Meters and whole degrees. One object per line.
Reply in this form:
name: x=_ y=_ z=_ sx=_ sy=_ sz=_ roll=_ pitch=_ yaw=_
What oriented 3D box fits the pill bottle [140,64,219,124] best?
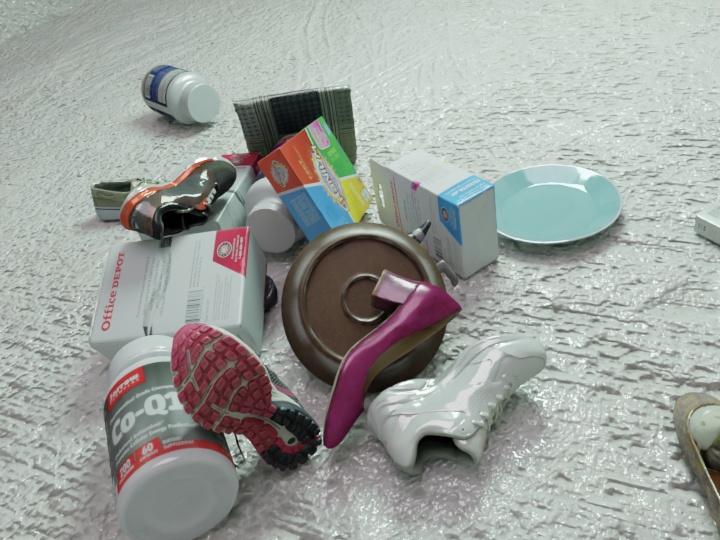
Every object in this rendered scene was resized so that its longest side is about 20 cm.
pill bottle: x=-0.402 y=-0.394 z=1.424 sx=0.110 sy=0.113 sz=0.198 roll=-36 pitch=43 yaw=-28

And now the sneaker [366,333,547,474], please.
sneaker: x=0.110 y=0.141 z=0.629 sx=0.197 sy=0.079 sz=0.100 roll=-28 pitch=45 yaw=-4

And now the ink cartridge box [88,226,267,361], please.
ink cartridge box: x=-0.228 y=0.037 z=0.813 sx=0.195 sy=0.084 sz=0.148 roll=-7 pitch=58 yaw=9

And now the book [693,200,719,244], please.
book: x=0.525 y=-0.043 z=0.748 sx=0.132 sy=0.049 sz=0.200 roll=-26 pitch=38 yaw=-12

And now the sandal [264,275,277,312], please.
sandal: x=-0.208 y=0.026 z=0.894 sx=0.196 sy=0.043 sz=0.077 roll=17 pitch=58 yaw=21

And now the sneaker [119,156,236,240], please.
sneaker: x=-0.226 y=-0.088 z=0.857 sx=0.081 sy=0.078 sz=0.200 roll=31 pitch=41 yaw=17

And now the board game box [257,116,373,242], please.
board game box: x=-0.056 y=-0.124 z=0.902 sx=0.040 sy=0.154 sz=0.201 roll=-27 pitch=16 yaw=23

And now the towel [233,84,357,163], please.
towel: x=-0.102 y=-0.231 z=1.058 sx=0.188 sy=0.201 sz=0.035 roll=-10 pitch=64 yaw=-2

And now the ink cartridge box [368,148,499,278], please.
ink cartridge box: x=0.099 y=-0.090 z=0.879 sx=0.067 sy=0.117 sz=0.199 roll=-29 pitch=40 yaw=-21

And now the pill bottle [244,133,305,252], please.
pill bottle: x=-0.112 y=-0.121 z=0.985 sx=0.110 sy=0.114 sz=0.202 roll=-2 pitch=38 yaw=14

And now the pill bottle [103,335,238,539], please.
pill bottle: x=-0.202 y=0.163 z=0.651 sx=0.112 sy=0.116 sz=0.200 roll=-23 pitch=38 yaw=-13

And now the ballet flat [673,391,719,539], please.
ballet flat: x=0.316 y=0.165 z=0.528 sx=0.066 sy=0.068 sz=0.202 roll=-6 pitch=38 yaw=9

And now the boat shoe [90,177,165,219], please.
boat shoe: x=-0.391 y=-0.133 z=1.129 sx=0.195 sy=0.063 sz=0.073 roll=-6 pitch=37 yaw=8

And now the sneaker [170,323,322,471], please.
sneaker: x=-0.117 y=0.121 z=0.617 sx=0.080 sy=0.201 sz=0.075 roll=-39 pitch=38 yaw=-8

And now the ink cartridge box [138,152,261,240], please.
ink cartridge box: x=-0.243 y=-0.098 z=1.009 sx=0.142 sy=0.085 sz=0.202 roll=-1 pitch=39 yaw=15

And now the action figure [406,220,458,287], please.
action figure: x=0.000 y=0.000 z=0.809 sx=0.190 sy=0.106 sz=0.201 roll=-18 pitch=36 yaw=-14

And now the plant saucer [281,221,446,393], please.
plant saucer: x=0.006 y=0.036 z=0.723 sx=0.195 sy=0.032 sz=0.205 roll=0 pitch=74 yaw=-2

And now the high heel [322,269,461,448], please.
high heel: x=0.032 y=0.099 z=0.654 sx=0.094 sy=0.068 sz=0.203 roll=21 pitch=73 yaw=8

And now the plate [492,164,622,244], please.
plate: x=0.268 y=-0.090 z=0.902 sx=0.195 sy=0.026 sz=0.202 roll=-8 pitch=38 yaw=6
